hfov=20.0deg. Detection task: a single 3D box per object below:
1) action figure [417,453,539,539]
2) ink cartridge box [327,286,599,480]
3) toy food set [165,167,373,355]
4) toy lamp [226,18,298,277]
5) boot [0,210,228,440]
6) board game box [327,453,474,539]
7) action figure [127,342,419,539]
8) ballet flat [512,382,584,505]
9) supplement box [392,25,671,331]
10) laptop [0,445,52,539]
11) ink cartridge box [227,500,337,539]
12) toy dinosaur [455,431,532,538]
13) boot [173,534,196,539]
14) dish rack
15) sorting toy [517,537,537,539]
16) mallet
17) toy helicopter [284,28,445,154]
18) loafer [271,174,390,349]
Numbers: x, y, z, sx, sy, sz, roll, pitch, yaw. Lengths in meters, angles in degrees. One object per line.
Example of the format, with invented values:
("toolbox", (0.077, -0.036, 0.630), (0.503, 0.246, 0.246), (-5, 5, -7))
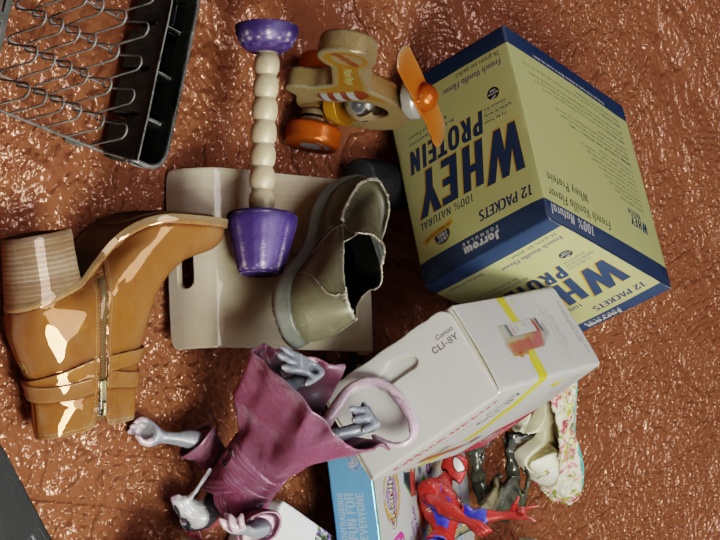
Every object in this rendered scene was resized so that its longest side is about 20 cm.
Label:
("action figure", (0.087, 0.243, 1.702), (0.065, 0.099, 0.200), (52, 39, -52))
("ink cartridge box", (0.085, 0.091, 1.672), (0.083, 0.145, 0.200), (59, 27, 13))
("toy food set", (-0.072, -0.004, 1.668), (0.200, 0.060, 0.144), (3, 82, -40))
("toy lamp", (-0.076, -0.095, 1.599), (0.058, 0.058, 0.200), (9, 78, -47))
("boot", (-0.180, 0.037, 1.539), (0.200, 0.074, 0.155), (-13, 99, -35))
("board game box", (0.037, 0.192, 1.757), (0.200, 0.040, 0.153), (-21, 106, -64))
("action figure", (-0.079, 0.142, 1.588), (0.149, 0.200, 0.134), (-2, 50, -49))
("ballet flat", (0.167, 0.146, 1.908), (0.064, 0.076, 0.200), (-30, 129, -31))
("supplement box", (0.147, -0.069, 1.793), (0.200, 0.134, 0.200), (25, 45, -46))
("laptop", (-0.255, 0.252, 1.430), (0.200, 0.103, 0.177), (-43, 121, -39))
("ink cartridge box", (-0.080, 0.298, 1.662), (0.109, 0.050, 0.200), (40, 61, -41))
("toy dinosaur", (0.120, 0.192, 1.839), (0.200, 0.047, 0.088), (-6, 99, -67))
("boot", (-0.107, 0.308, 1.577), (0.200, 0.072, 0.166), (28, 93, -24))
("dish rack", (-0.217, -0.172, 1.507), (0.200, 0.055, 0.154), (22, 73, -45))
("sorting toy", (0.125, 0.382, 1.876), (0.200, 0.070, 0.199), (-51, 125, -35))
("mallet", (0.000, 0.000, 1.762), (0.066, 0.041, 0.200), (21, 78, -49))
("toy helicopter", (0.004, -0.149, 1.644), (0.200, 0.132, 0.079), (76, 24, -76))
("loafer", (-0.007, -0.008, 1.609), (0.200, 0.070, 0.075), (-66, 141, -49))
